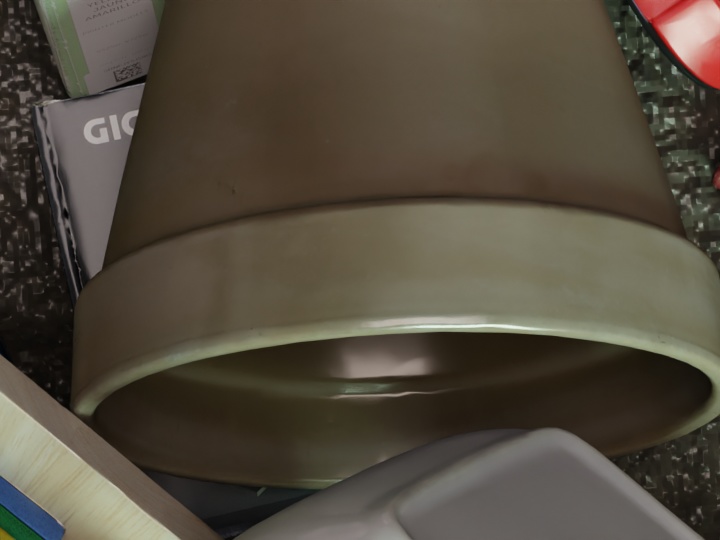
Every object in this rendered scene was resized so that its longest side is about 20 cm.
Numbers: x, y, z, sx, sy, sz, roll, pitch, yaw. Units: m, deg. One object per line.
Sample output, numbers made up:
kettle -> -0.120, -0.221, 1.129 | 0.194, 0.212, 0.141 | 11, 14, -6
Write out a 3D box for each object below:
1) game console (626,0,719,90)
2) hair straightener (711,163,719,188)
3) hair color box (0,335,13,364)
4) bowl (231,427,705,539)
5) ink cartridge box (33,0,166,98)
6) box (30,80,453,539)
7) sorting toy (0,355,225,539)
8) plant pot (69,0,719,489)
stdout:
game console -> 0.086, -0.160, 0.956 | 0.031, 0.177, 0.200 | -31, 94, 23
hair straightener -> 0.216, -0.067, 0.985 | 0.200, 0.041, 0.077 | -41, 65, 14
hair color box -> -0.179, 0.015, 0.971 | 0.100, 0.061, 0.200 | -25, 93, -6
bowl -> 0.060, 0.120, 0.814 | 0.200, 0.200, 0.075 | 41, 113, 17
ink cartridge box -> -0.105, -0.156, 0.895 | 0.048, 0.200, 0.146 | -19, 73, -6
box -> 0.000, 0.000, 0.998 | 0.199, 0.046, 0.159 | -12, 91, -6
sorting toy -> -0.124, 0.145, 0.861 | 0.199, 0.070, 0.200 | 40, 112, -7
plant pot -> 0.007, -0.037, 0.897 | 0.199, 0.200, 0.174 | -2, 73, -6
